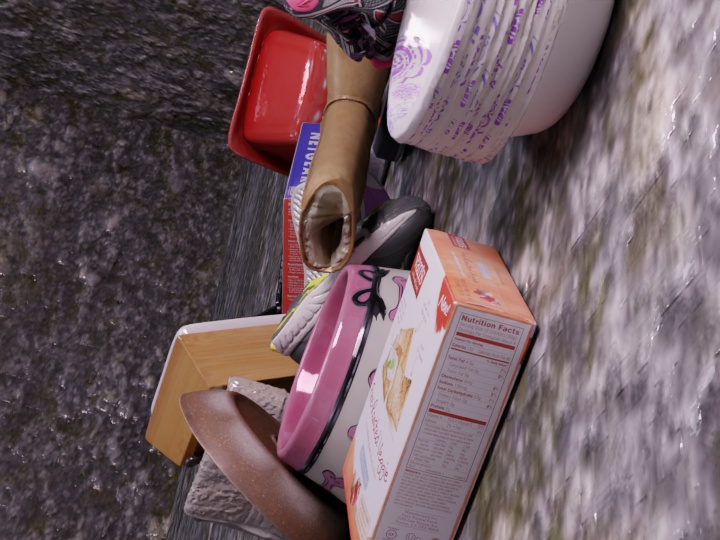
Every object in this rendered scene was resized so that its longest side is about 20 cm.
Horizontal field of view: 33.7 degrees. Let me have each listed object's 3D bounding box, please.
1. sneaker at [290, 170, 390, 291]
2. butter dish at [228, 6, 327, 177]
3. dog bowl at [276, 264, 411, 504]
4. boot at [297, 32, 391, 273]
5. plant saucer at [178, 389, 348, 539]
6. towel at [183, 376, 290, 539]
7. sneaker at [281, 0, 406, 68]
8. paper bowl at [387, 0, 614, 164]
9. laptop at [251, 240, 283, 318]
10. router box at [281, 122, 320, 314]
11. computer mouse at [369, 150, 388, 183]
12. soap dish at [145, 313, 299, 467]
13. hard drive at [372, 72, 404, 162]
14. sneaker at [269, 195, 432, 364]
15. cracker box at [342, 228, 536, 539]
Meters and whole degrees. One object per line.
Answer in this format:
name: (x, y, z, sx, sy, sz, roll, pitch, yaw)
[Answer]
sneaker: (0.001, 0.000, 1.168, 0.072, 0.114, 0.202, 10, 112, 39)
butter dish: (-0.054, -0.221, 1.563, 0.200, 0.147, 0.201, 18, -94, -58)
dog bowl: (-0.006, 0.084, 0.963, 0.200, 0.073, 0.201, -159, 90, -84)
boot: (-0.011, -0.126, 1.036, 0.201, 0.066, 0.176, -78, -10, -49)
plant saucer: (-0.073, 0.168, 1.023, 0.037, 0.200, 0.200, -43, 13, 1)
towel: (-0.091, 0.193, 1.165, 0.035, 0.132, 0.201, -82, 11, -53)
sneaker: (0.002, -0.190, 0.871, 0.200, 0.080, 0.075, -17, -74, -66)
paper bowl: (0.093, -0.167, 0.763, 0.201, 0.104, 0.202, -165, 90, -79)
laptop: (-0.132, 0.084, 1.455, 0.201, 0.103, 0.178, -87, -7, -46)
router box: (-0.056, -0.051, 1.392, 0.200, 0.049, 0.180, -83, -3, -59)
computer mouse: (-0.008, -0.066, 1.318, 0.141, 0.046, 0.201, -103, 29, -73)
soap dish: (-0.108, 0.123, 1.221, 0.081, 0.199, 0.158, 59, 140, 35)
hard drive: (0.048, -0.199, 1.169, 0.200, 0.033, 0.140, 116, 168, -80)
sneaker: (0.005, 0.017, 1.077, 0.200, 0.085, 0.075, -47, 11, 22)
cracker box: (0.045, 0.089, 0.787, 0.134, 0.057, 0.201, -103, 30, -69)
